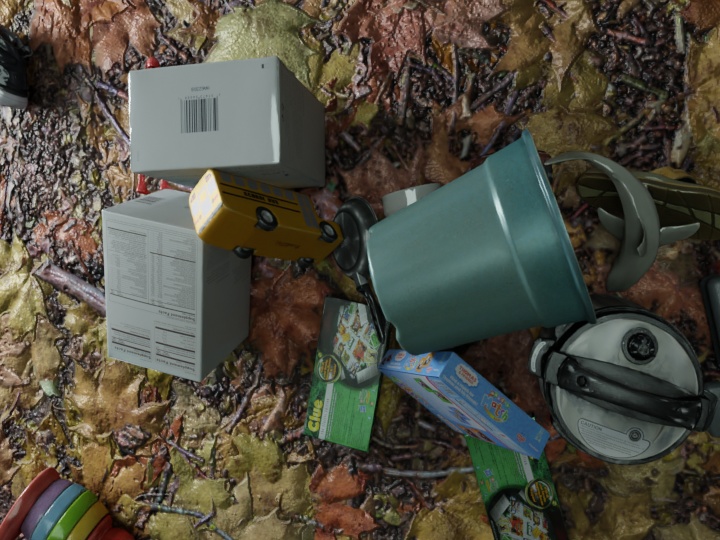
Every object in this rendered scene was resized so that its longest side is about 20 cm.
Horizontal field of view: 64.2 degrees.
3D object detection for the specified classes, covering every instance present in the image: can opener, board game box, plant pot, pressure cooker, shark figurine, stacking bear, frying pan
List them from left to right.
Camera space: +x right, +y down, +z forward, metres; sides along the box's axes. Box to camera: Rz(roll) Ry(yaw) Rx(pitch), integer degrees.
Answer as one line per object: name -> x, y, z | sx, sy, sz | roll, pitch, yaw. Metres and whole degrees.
stacking bear -> -0.447, 0.417, 0.911 | 0.197, 0.122, 0.115 | 34, 107, -1
board game box -> -0.018, 0.148, 0.828 | 0.101, 0.023, 0.208 | 11, 95, 11
frying pan -> -0.009, -0.003, 0.792 | 0.114, 0.030, 0.198 | 10, 103, 56
board game box -> 0.115, 0.155, 0.701 | 0.150, 0.199, 0.037 | 40, 73, -10
plant pot -> 0.119, -0.012, 0.607 | 0.191, 0.200, 0.206 | -20, 89, 17
board game box -> 0.219, 0.309, 0.792 | 0.102, 0.023, 0.207 | -16, 90, 15
pressure cooker -> 0.294, 0.122, 0.673 | 0.172, 0.200, 0.183 | -27, 88, 12
shark figurine -> 0.311, -0.062, 0.672 | 0.126, 0.090, 0.217 | -17, 114, 40
can opener -> 0.451, 0.109, 0.712 | 0.064, 0.053, 0.208 | -8, 91, 14

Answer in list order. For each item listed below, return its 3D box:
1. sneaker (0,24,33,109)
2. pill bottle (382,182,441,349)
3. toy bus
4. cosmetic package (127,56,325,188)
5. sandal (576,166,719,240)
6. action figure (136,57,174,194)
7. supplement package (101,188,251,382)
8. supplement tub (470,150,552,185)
sneaker -> -0.610, -0.345, 0.916 | 0.195, 0.075, 0.117 | 24, 97, 4
pill bottle -> 0.086, -0.005, 0.757 | 0.108, 0.112, 0.207 | -12, 91, 13
toy bus -> -0.113, -0.061, 0.729 | 0.065, 0.197, 0.080 | -41, 60, 30
cosmetic package -> -0.163, -0.178, 0.757 | 0.192, 0.200, 0.128 | -1, 92, 13
sandal -> 0.373, -0.097, 0.714 | 0.194, 0.081, 0.055 | 19, 61, 19
action figure -> -0.312, -0.220, 0.867 | 0.063, 0.052, 0.208 | -2, 88, 7
supplement package -> -0.246, 0.013, 0.793 | 0.145, 0.152, 0.207 | 11, 110, 12
supplement tub -> 0.194, -0.043, 0.734 | 0.103, 0.107, 0.208 | -1, 94, 12
